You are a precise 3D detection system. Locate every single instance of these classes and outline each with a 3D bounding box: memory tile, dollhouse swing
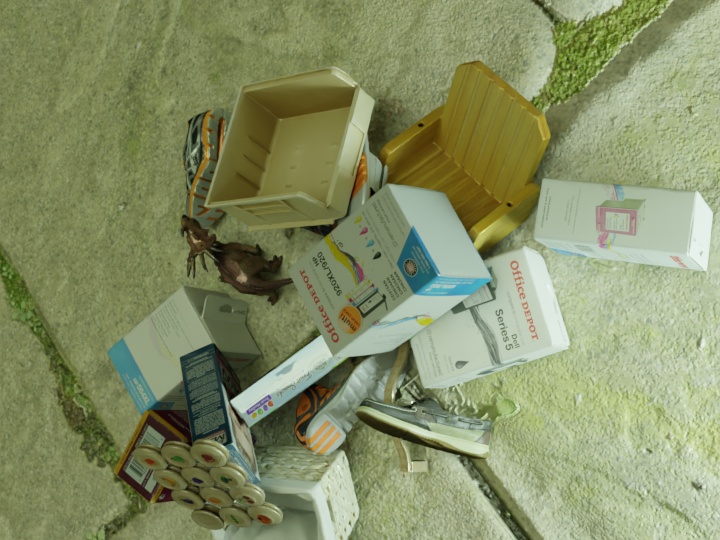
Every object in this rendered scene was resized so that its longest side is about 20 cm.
[{"bbox_3d":[-0.207,0.295,1.392,0.153,0.200,0.017,-8,43,29],"label":"memory tile"},{"bbox_3d":[0.135,-0.153,1.413,0.182,0.176,0.200,-36,66,-17],"label":"dollhouse swing"}]

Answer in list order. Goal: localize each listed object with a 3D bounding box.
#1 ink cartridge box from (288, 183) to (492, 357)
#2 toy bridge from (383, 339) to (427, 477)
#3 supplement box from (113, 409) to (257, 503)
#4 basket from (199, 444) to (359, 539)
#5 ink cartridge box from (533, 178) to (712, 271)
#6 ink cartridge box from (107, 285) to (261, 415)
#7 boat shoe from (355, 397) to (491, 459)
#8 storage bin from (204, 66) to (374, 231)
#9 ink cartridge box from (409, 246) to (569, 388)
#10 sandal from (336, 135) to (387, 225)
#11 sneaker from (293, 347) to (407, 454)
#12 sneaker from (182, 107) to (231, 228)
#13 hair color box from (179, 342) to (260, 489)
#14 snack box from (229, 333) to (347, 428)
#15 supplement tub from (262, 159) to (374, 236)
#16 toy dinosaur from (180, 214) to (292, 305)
[{"bbox_3d":[0.037,0.004,1.371,0.200,0.145,0.147,-39,68,29],"label":"ink cartridge box"},{"bbox_3d":[0.065,0.197,1.476,0.027,0.067,0.201,-9,78,51],"label":"toy bridge"},{"bbox_3d":[-0.262,0.279,1.554,0.086,0.200,0.111,32,98,27],"label":"supplement box"},{"bbox_3d":[-0.113,0.340,1.498,0.200,0.123,0.136,-2,112,27],"label":"basket"},{"bbox_3d":[0.345,-0.059,1.327,0.200,0.144,0.085,9,86,27],"label":"ink cartridge box"},{"bbox_3d":[-0.269,0.122,1.617,0.200,0.128,0.125,-39,69,18],"label":"ink cartridge box"},{"bbox_3d":[0.090,0.209,1.429,0.200,0.073,0.065,21,72,-16],"label":"boat shoe"},{"bbox_3d":[-0.097,-0.168,1.452,0.198,0.094,0.200,-3,64,39],"label":"storage bin"},{"bbox_3d":[0.171,0.068,1.431,0.200,0.084,0.146,-21,75,23],"label":"ink cartridge box"},{"bbox_3d":[0.009,-0.137,1.454,0.079,0.059,0.207,-43,36,45],"label":"sandal"},{"bbox_3d":[-0.026,0.178,1.519,0.200,0.078,0.112,-41,23,-14],"label":"sneaker"},{"bbox_3d":[-0.258,-0.167,1.684,0.077,0.078,0.201,3,82,40],"label":"sneaker"},{"bbox_3d":[-0.203,0.211,1.468,0.060,0.100,0.200,-23,43,3],"label":"hair color box"},{"bbox_3d":[-0.085,0.144,1.492,0.200,0.142,0.053,-36,86,4],"label":"snack box"},{"bbox_3d":[-0.079,-0.116,1.565,0.200,0.107,0.107,21,93,26],"label":"supplement tub"},{"bbox_3d":[-0.196,-0.004,1.592,0.200,0.135,0.086,28,96,26],"label":"toy dinosaur"}]
